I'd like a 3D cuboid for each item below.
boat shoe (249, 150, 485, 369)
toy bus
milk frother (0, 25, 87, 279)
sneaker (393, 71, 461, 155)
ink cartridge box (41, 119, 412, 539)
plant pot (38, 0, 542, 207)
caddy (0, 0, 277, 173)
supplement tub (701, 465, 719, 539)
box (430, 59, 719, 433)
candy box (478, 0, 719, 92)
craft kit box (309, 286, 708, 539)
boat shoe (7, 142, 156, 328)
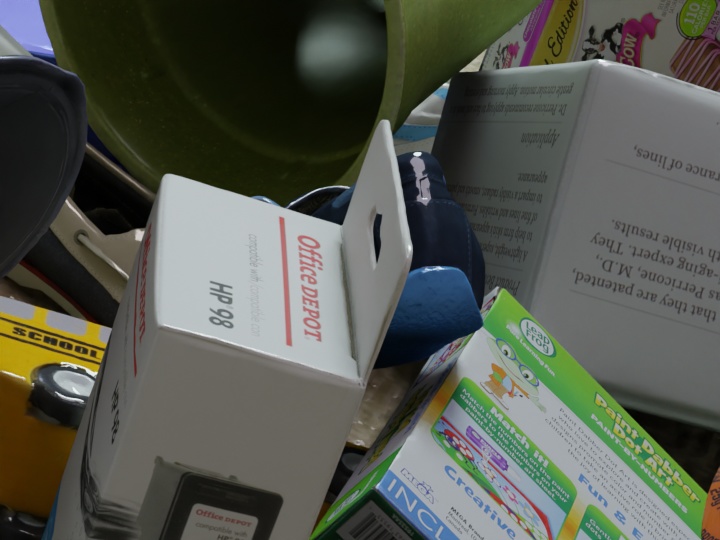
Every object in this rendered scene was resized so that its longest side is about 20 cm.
[{"bbox_3d":[0.000,0.000,0.925,0.084,0.069,0.200,-2,-9,-27],"label":"boat shoe"},{"bbox_3d":[-0.074,0.068,0.903,0.200,0.065,0.078,17,21,-10],"label":"toy bus"},{"bbox_3d":[-0.198,-0.048,0.892,0.188,0.181,0.200,45,8,26],"label":"milk frother"},{"bbox_3d":[-0.040,-0.100,1.290,0.200,0.081,0.077,21,24,2],"label":"sneaker"},{"bbox_3d":[-0.050,0.050,0.787,0.067,0.200,0.116,16,23,-11],"label":"ink cartridge box"},{"bbox_3d":[-0.008,-0.141,1.094,0.200,0.200,0.190,32,37,24],"label":"plant pot"},{"bbox_3d":[-0.127,-0.120,1.202,0.200,0.105,0.142,9,58,-11],"label":"caddy"},{"bbox_3d":[0.218,0.124,0.878,0.200,0.123,0.123,38,13,-29],"label":"supplement tub"},{"bbox_3d":[0.140,-0.002,1.081,0.200,0.131,0.199,16,-1,-15],"label":"box"},{"bbox_3d":[0.175,-0.117,1.448,0.200,0.137,0.061,10,24,-24],"label":"candy box"},{"bbox_3d":[0.085,0.117,0.872,0.200,0.049,0.198,46,26,-2],"label":"craft kit box"},{"bbox_3d":[-0.091,-0.005,1.056,0.200,0.063,0.071,32,23,21],"label":"boat shoe"}]
